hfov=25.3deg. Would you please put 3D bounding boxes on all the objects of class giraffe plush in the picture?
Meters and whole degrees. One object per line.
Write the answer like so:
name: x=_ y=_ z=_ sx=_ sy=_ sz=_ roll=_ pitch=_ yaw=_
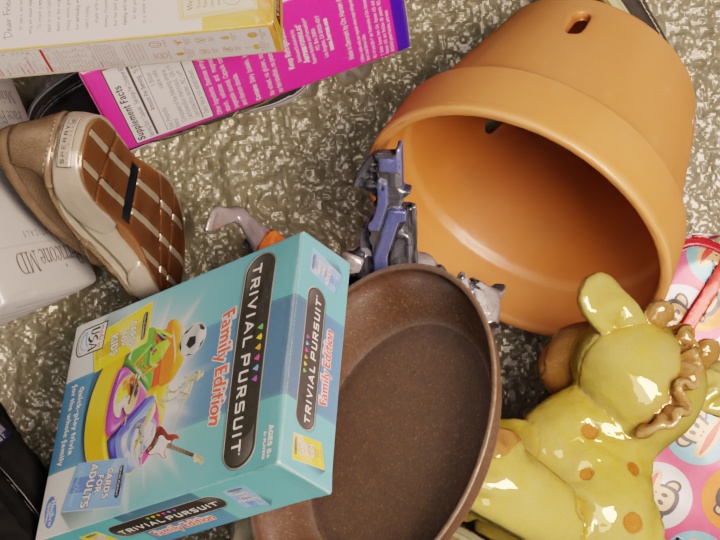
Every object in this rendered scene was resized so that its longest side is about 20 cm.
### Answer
giraffe plush: x=0.135 y=0.092 z=0.953 sx=0.199 sy=0.172 sz=0.163 roll=19 pitch=77 yaw=38

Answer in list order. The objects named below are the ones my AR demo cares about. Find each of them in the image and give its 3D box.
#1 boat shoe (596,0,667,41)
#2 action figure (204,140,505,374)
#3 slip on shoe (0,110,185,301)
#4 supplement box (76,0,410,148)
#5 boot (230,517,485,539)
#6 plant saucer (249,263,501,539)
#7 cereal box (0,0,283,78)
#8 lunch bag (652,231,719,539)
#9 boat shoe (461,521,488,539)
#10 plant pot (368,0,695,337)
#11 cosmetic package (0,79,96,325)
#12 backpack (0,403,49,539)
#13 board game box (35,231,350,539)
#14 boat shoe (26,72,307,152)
boat shoe: x=0.151 y=-0.204 z=1.038 sx=0.066 sy=0.072 sz=0.201 roll=-48 pitch=115 yaw=-9
action figure: x=0.000 y=0.000 z=1.018 sx=0.192 sy=0.105 sz=0.201 roll=12 pitch=114 yaw=13
slip on shoe: x=-0.164 y=-0.036 z=1.005 sx=0.060 sy=0.200 sz=0.077 roll=2 pitch=70 yaw=15
supplement box: x=-0.080 y=-0.168 z=0.986 sx=0.199 sy=0.103 sz=0.102 roll=-19 pitch=65 yaw=-3
boot: x=0.002 y=0.206 z=0.962 sx=0.199 sy=0.155 sz=0.072 roll=24 pitch=120 yaw=1
plant saucer: x=0.013 y=0.095 z=0.912 sx=0.037 sy=0.200 sz=0.201 roll=28 pitch=90 yaw=-35
cereal box: x=-0.146 y=-0.186 z=0.924 sx=0.198 sy=0.040 sz=0.145 roll=-4 pitch=69 yaw=6
lunch bag: x=0.210 y=0.081 z=1.059 sx=0.176 sy=0.082 sz=0.201 roll=32 pitch=92 yaw=4
boat shoe: x=0.068 y=0.133 z=1.062 sx=0.073 sy=0.063 sz=0.201 roll=-21 pitch=89 yaw=0
plant pot: x=0.122 y=-0.073 z=1.004 sx=0.199 sy=0.200 sz=0.140 roll=32 pitch=58 yaw=0
cosmetic package: x=-0.296 y=-0.045 z=0.996 sx=0.164 sy=0.165 sz=0.201 roll=-24 pitch=91 yaw=11
backpack: x=-0.257 y=0.181 z=1.007 sx=0.200 sy=0.176 sz=0.153 roll=44 pitch=106 yaw=-1
board game box: x=-0.101 y=0.079 z=0.961 sx=0.199 sy=0.047 sz=0.152 roll=-22 pitch=49 yaw=34
boat shoe: x=-0.128 y=-0.117 z=1.060 sx=0.199 sy=0.066 sz=0.070 roll=-11 pitch=90 yaw=-1
